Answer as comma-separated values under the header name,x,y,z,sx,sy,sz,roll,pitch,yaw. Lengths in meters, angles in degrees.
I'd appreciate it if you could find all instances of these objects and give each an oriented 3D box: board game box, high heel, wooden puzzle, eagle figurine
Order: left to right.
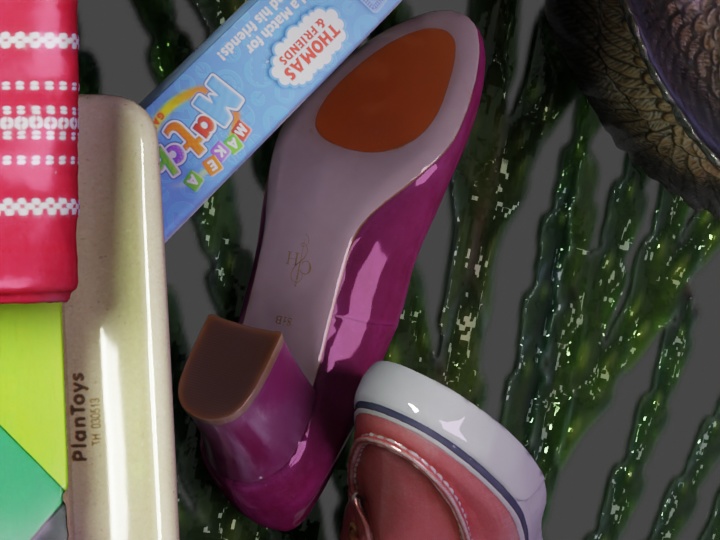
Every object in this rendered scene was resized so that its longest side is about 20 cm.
name,x,y,z,sx,sy,sz,roll,pitch,yaw
wooden puzzle,-0.144,0.041,0.636,0.200,0.037,0.185,0,80,-21
board game box,-0.073,-0.026,0.788,0.037,0.151,0.200,45,63,-6
high heel,0.000,0.000,0.932,0.200,0.067,0.096,-65,154,-25
eagle figurine,0.135,-0.099,0.973,0.152,0.151,0.200,-18,103,-52

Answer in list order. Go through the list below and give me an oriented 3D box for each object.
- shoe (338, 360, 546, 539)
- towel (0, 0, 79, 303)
name,x,y,z,sx,sy,sz,roll,pitch,yaw
shoe,0.020,0.113,0.926,0.091,0.071,0.200,-56,157,-18
towel,-0.136,-0.087,0.614,0.144,0.022,0.200,-1,92,-28
